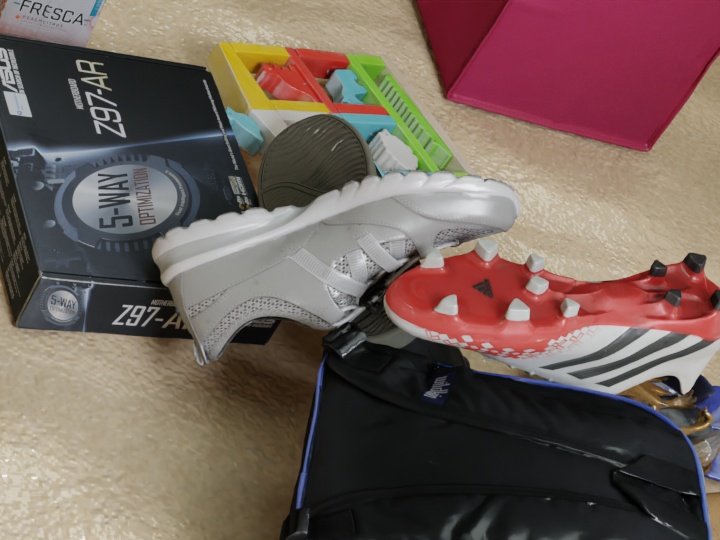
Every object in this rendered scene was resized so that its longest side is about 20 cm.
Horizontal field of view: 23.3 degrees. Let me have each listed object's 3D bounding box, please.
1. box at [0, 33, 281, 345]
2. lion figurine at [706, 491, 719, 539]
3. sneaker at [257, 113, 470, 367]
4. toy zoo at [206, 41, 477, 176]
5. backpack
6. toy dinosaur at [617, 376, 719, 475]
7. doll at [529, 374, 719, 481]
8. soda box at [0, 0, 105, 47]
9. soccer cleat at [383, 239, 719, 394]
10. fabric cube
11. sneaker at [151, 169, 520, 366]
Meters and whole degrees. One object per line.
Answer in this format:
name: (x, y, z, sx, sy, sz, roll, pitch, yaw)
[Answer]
box: (-0.142, -0.049, 1.030, 0.160, 0.044, 0.201, 6, 45, -32)
lion figurine: (0.184, 0.150, 0.996, 0.199, 0.072, 0.123, 16, 66, -30)
sneaker: (0.000, 0.000, 1.044, 0.106, 0.075, 0.200, 61, 5, -48)
toy zoo: (-0.019, -0.100, 1.175, 0.199, 0.020, 0.131, -2, 48, -47)
backpack: (0.066, 0.140, 0.865, 0.199, 0.147, 0.183, 6, 40, 3)
toy dinosaur: (0.139, 0.087, 1.025, 0.199, 0.106, 0.061, 17, 41, -16)
doll: (0.198, 0.087, 1.122, 0.199, 0.049, 0.137, 18, 50, -11)
soda box: (-0.216, -0.238, 1.162, 0.063, 0.069, 0.201, 8, 42, -29)
soccer cleat: (0.105, 0.034, 0.930, 0.199, 0.085, 0.069, 0, 40, -19)
fabric cube: (0.169, -0.246, 1.345, 0.195, 0.200, 0.200, 13, 42, -26)
sneaker: (-0.008, -0.002, 0.946, 0.075, 0.199, 0.082, 32, 44, -84)
